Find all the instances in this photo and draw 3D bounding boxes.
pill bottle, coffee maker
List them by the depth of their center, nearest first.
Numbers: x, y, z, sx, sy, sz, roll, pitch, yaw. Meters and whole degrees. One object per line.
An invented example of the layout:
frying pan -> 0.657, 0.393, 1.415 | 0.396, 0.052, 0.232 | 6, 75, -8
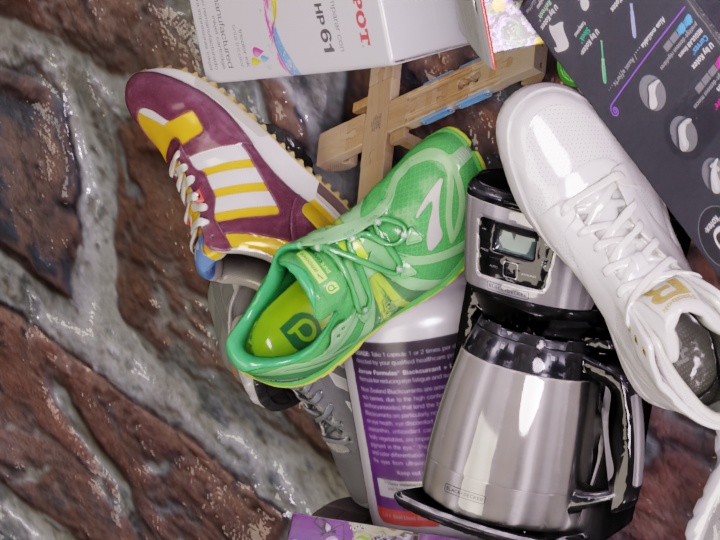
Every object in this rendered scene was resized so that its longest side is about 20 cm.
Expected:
coffee maker -> 0.110, 0.043, 1.631 | 0.134, 0.192, 0.200 | 13, 100, 6
pill bottle -> 0.046, 0.059, 1.750 | 0.111, 0.111, 0.200 | 8, 112, 50

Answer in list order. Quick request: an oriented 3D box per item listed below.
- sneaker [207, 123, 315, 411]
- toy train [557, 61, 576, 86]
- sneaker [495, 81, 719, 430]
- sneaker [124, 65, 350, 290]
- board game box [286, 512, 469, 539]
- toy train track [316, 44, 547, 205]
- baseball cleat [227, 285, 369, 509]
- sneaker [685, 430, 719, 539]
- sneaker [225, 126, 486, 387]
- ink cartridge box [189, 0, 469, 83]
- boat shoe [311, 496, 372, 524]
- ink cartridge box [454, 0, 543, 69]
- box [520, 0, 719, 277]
sneaker -> -0.073, -0.005, 1.904 | 0.079, 0.074, 0.200 | 31, 129, 46
toy train -> 0.129, -0.194, 1.590 | 0.056, 0.042, 0.200 | 2, 108, 40
sneaker -> 0.147, -0.008, 1.475 | 0.200, 0.074, 0.116 | 58, 174, -14
sneaker -> -0.088, -0.047, 1.790 | 0.200, 0.090, 0.075 | 38, 159, 16
board game box -> 0.066, 0.188, 1.727 | 0.200, 0.032, 0.120 | 7, 158, 20
toy train track -> 0.049, -0.097, 1.735 | 0.200, 0.032, 0.115 | -22, 53, 47
baseball cleat -> -0.034, 0.069, 1.858 | 0.070, 0.106, 0.200 | -3, 102, 57
sneaker -> 0.234, 0.137, 1.581 | 0.082, 0.075, 0.200 | 30, 128, 42
sneaker -> 0.000, 0.000, 1.652 | 0.200, 0.084, 0.074 | -46, 74, 19
ink cartridge box -> -0.022, -0.196, 1.734 | 0.200, 0.085, 0.145 | -1, 103, 52
boat shoe -> -0.029, 0.219, 1.848 | 0.074, 0.200, 0.073 | 34, 126, 7
ink cartridge box -> 0.075, -0.178, 1.565 | 0.200, 0.050, 0.109 | -106, 5, -78
box -> 0.198, -0.107, 1.472 | 0.200, 0.122, 0.106 | 55, 141, 18
